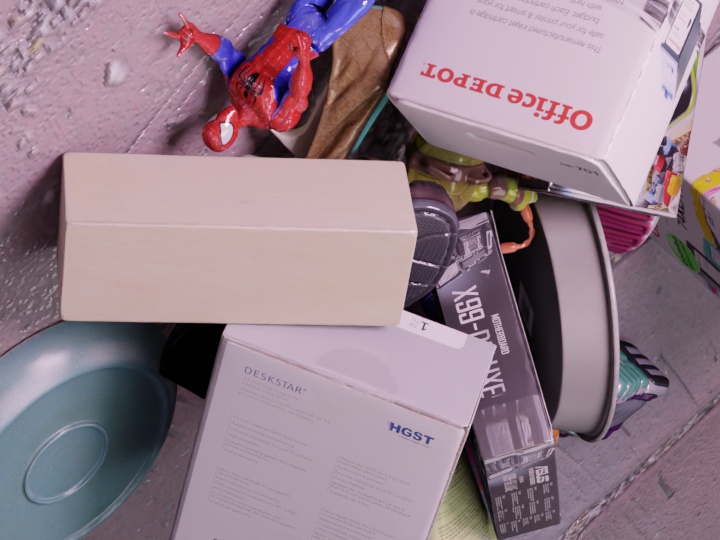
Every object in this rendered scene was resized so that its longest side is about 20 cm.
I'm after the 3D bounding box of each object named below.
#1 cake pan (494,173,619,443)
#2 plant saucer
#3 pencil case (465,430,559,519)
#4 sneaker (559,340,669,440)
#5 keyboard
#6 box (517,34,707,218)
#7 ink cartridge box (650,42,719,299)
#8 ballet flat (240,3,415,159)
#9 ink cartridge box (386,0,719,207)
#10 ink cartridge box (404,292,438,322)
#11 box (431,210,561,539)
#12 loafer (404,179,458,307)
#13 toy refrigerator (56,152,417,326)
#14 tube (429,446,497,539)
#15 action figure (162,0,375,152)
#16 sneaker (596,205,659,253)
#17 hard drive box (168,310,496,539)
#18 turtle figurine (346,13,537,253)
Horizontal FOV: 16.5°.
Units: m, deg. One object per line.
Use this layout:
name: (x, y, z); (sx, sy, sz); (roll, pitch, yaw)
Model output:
cake pan: (0.130, 0.020, 1.704); (0.036, 0.201, 0.201); (-8, 137, -11)
plant saucer: (-0.190, 0.114, 1.562); (0.200, 0.027, 0.201); (-32, 146, -25)
pencil case: (0.067, 0.157, 1.771); (0.200, 0.087, 0.088); (-52, 157, -39)
sneaker: (0.169, 0.099, 1.939); (0.088, 0.074, 0.200); (-50, 150, 15)
keyboard: (-0.040, 0.080, 1.590); (0.199, 0.040, 0.104); (31, 124, -23)
box: (0.168, -0.141, 1.592); (0.109, 0.035, 0.202); (9, 91, -33)
ink cartridge box: (0.315, -0.053, 1.822); (0.146, 0.200, 0.147); (-38, 147, -11)
ballet flat: (-0.033, -0.074, 1.507); (0.068, 0.072, 0.201); (-90, -157, -68)
ink cartridge box: (0.125, -0.158, 1.469); (0.201, 0.146, 0.086); (-67, 155, -9)
ink cartridge box: (0.031, 0.019, 1.716); (0.095, 0.037, 0.200); (-43, 146, -9)
box: (0.086, 0.073, 1.623); (0.049, 0.159, 0.200); (-15, 158, 0)
loafer: (0.000, 0.000, 1.559); (0.071, 0.063, 0.200); (14, 139, -19)
toy refrigerator: (-0.073, -0.020, 1.433); (0.198, 0.070, 0.076); (0, 133, -10)
tube: (0.046, 0.131, 1.661); (0.058, 0.052, 0.201); (-20, 113, -1)
action figure: (-0.033, -0.153, 1.421); (0.200, 0.065, 0.099); (-51, 157, 4)
sneaker: (0.192, -0.104, 1.717); (0.088, 0.081, 0.201); (-40, 146, -45)
hard drive box: (-0.020, 0.111, 1.515); (0.077, 0.155, 0.201); (-66, 176, -47)
turtle figurine: (0.044, -0.078, 1.576); (0.199, 0.064, 0.162); (8, 109, -24)
